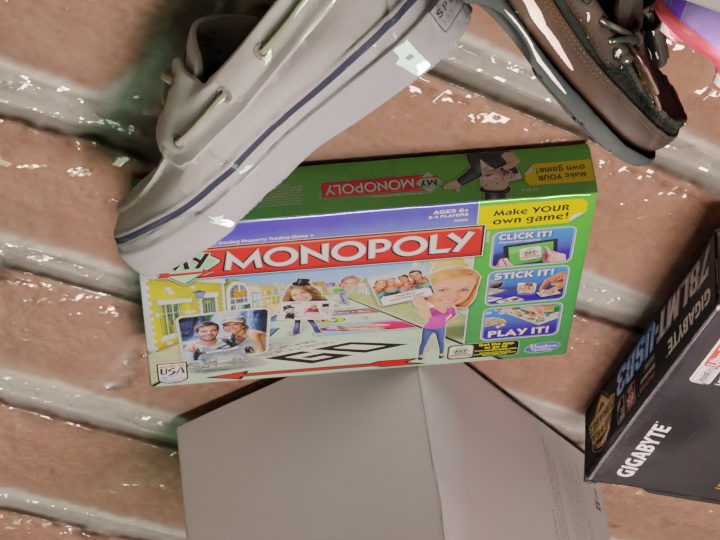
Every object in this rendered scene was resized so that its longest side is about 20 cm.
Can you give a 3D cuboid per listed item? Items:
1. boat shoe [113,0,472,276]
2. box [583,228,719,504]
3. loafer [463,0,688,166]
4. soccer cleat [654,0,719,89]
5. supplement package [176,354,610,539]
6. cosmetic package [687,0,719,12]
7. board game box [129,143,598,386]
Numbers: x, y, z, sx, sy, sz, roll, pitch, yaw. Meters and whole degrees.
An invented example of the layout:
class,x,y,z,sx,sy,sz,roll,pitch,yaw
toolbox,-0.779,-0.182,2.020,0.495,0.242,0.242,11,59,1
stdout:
class,x,y,z,sx,sy,sz,roll,pitch,yaw
boat shoe,-0.042,-0.071,0.854,0.067,0.074,0.200,45,127,-11
box,0.232,0.061,1.086,0.197,0.050,0.200,9,148,-11
loafer,0.078,-0.107,0.812,0.063,0.072,0.200,-34,137,17
soccer cleat,0.193,-0.095,0.852,0.199,0.067,0.077,11,120,-39
supplement package,0.028,0.169,1.114,0.147,0.192,0.200,-24,144,24
cosmetic package,0.117,-0.148,0.715,0.199,0.090,0.107,11,123,-31
board game box,0.000,0.000,0.997,0.199,0.029,0.135,-5,148,-4
